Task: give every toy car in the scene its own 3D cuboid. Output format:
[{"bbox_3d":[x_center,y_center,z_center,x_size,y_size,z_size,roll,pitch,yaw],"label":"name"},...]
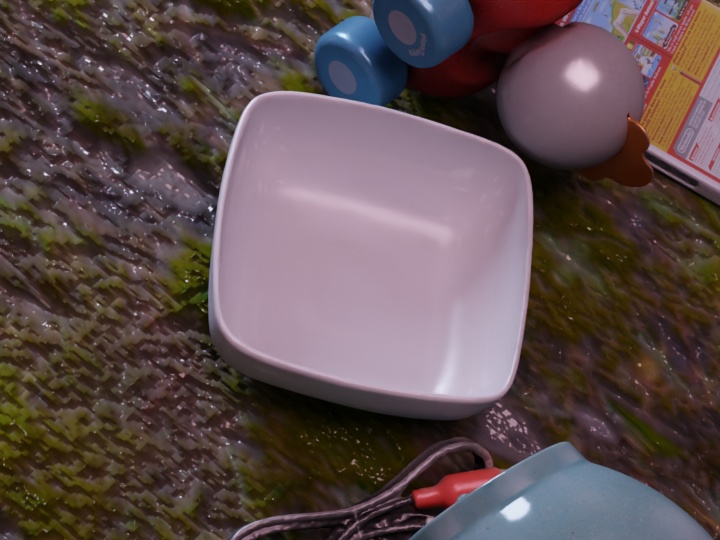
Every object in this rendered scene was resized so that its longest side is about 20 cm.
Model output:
[{"bbox_3d":[0.111,-0.126,1.789,0.184,0.177,0.200,-36,91,-31],"label":"toy car"}]

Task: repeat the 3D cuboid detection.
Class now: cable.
[{"bbox_3d":[0.015,0.148,1.651,0.200,0.050,0.097,0,85,-21],"label":"cable"}]

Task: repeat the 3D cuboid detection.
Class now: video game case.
[{"bbox_3d":[0.215,-0.132,1.903,0.200,0.017,0.143,30,57,0],"label":"video game case"}]

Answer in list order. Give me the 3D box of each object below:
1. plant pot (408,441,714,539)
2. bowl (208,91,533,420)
[{"bbox_3d":[0.105,0.182,1.575,0.200,0.200,0.134,-28,77,-29],"label":"plant pot"},{"bbox_3d":[0.000,0.000,1.724,0.200,0.075,0.200,14,58,-11],"label":"bowl"}]
